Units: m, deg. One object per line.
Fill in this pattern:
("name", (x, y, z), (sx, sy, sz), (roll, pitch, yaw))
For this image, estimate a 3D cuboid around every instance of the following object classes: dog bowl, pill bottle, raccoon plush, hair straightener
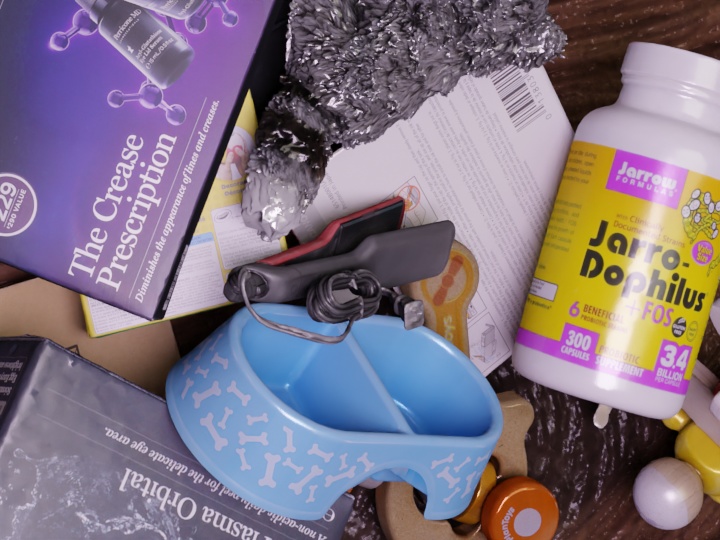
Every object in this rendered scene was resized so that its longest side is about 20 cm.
("dog bowl", (-0.005, 0.069, 0.917), (0.199, 0.112, 0.050), (9, 128, -44))
("pill bottle", (0.161, -0.024, 1.029), (0.103, 0.104, 0.202), (14, 92, -29))
("raccoon plush", (0.030, -0.091, 0.943), (0.097, 0.132, 0.202), (57, 43, -63))
("hair straightener", (0.000, 0.000, 0.924), (0.199, 0.076, 0.041), (-13, 124, -60))

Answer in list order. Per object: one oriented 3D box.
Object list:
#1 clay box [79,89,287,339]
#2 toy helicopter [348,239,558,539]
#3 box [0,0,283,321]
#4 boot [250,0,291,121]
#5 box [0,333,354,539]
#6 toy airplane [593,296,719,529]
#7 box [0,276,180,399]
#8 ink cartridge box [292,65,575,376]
("clay box", (-0.112, -0.075, 0.956), (0.114, 0.048, 0.202), (-13, 89, -5))
("toy helicopter", (0.040, 0.080, 1.052), (0.131, 0.079, 0.202), (-8, 106, -18))
("box", (-0.130, -0.093, 0.894), (0.140, 0.079, 0.202), (21, 88, -1))
("boot", (0.001, -0.126, 1.056), (0.199, 0.065, 0.166), (-27, 96, -31))
("box", (-0.137, 0.164, 0.906), (0.196, 0.117, 0.202), (30, 74, -27))
("toy airplane", (0.226, 0.104, 1.111), (0.141, 0.200, 0.199), (-43, 115, -2))
("box", (-0.160, 0.102, 0.976), (0.162, 0.021, 0.202), (-19, 97, -31))
("ink cartridge box", (0.054, -0.030, 1.065), (0.175, 0.045, 0.201), (-36, 124, -7))
